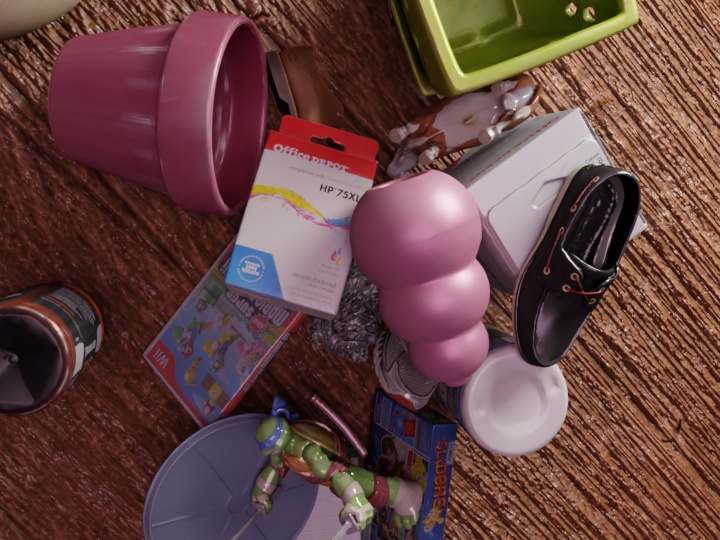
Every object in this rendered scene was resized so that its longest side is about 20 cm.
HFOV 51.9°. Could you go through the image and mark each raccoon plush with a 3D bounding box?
[{"bbox_3d":[0.000,0.000,0.800,0.096,0.134,0.202,14,119,13],"label":"raccoon plush"}]

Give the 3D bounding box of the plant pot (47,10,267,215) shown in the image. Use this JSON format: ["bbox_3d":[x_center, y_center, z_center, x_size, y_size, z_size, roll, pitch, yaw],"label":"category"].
[{"bbox_3d":[-0.204,-0.165,0.755,0.177,0.200,0.202,8,95,7],"label":"plant pot"}]

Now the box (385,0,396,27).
[{"bbox_3d":[0.115,-0.380,0.840,0.198,0.049,0.161,-15,96,-6],"label":"box"}]

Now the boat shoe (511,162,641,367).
[{"bbox_3d":[0.199,-0.002,0.691,0.073,0.063,0.203,18,97,-15],"label":"boat shoe"}]

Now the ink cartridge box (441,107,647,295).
[{"bbox_3d":[0.177,-0.071,0.807,0.145,0.200,0.145,-36,100,-3],"label":"ink cartridge box"}]

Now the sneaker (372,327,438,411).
[{"bbox_3d":[0.074,0.056,0.782,0.078,0.082,0.201,33,52,-11],"label":"sneaker"}]

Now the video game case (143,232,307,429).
[{"bbox_3d":[-0.143,0.058,0.818,0.201,0.143,0.017,-52,145,0],"label":"video game case"}]

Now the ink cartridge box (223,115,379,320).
[{"bbox_3d":[-0.054,-0.062,0.750,0.115,0.067,0.202,15,80,-2],"label":"ink cartridge box"}]

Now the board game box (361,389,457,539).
[{"bbox_3d":[0.050,0.254,0.858,0.034,0.135,0.202,3,97,-28],"label":"board game box"}]

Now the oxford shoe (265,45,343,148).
[{"bbox_3d":[-0.046,-0.156,0.832,0.071,0.071,0.202,-18,97,-10],"label":"oxford shoe"}]

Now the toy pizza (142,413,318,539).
[{"bbox_3d":[-0.137,0.245,0.801,0.199,0.032,0.202,-10,110,-28],"label":"toy pizza"}]

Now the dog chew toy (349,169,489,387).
[{"bbox_3d":[0.065,0.012,0.692,0.123,0.125,0.202,-19,98,-6],"label":"dog chew toy"}]

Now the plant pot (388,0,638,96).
[{"bbox_3d":[0.125,-0.290,0.736,0.198,0.181,0.201,-21,99,-5],"label":"plant pot"}]

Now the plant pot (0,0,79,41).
[{"bbox_3d":[-0.348,-0.317,0.723,0.134,0.199,0.202,-6,99,-43],"label":"plant pot"}]

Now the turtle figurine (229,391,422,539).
[{"bbox_3d":[-0.040,0.242,0.755,0.193,0.201,0.144,28,125,-35],"label":"turtle figurine"}]

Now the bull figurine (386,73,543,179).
[{"bbox_3d":[0.099,-0.154,0.797,0.199,0.121,0.066,-25,99,26],"label":"bull figurine"}]

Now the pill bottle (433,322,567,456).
[{"bbox_3d":[0.139,0.120,0.824,0.113,0.200,0.115,-1,96,-9],"label":"pill bottle"}]

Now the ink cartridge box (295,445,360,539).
[{"bbox_3d":[-0.053,0.313,0.888,0.103,0.059,0.202,-3,97,-8],"label":"ink cartridge box"}]

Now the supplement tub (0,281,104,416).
[{"bbox_3d":[-0.321,0.069,0.748,0.106,0.200,0.108,-1,97,-7],"label":"supplement tub"}]
